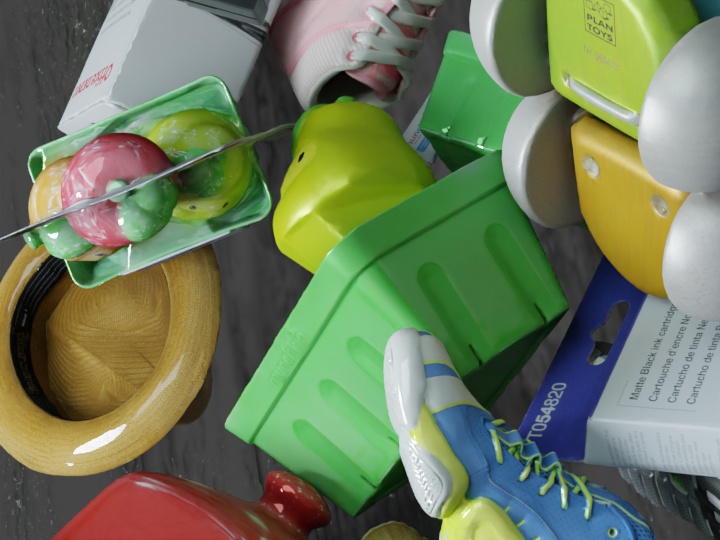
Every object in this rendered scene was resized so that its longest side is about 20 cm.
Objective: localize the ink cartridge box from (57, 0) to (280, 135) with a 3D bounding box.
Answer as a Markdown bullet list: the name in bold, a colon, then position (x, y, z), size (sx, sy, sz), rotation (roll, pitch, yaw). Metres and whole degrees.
- **ink cartridge box**: position (-0.109, -0.172, 1.354), size (0.202, 0.084, 0.144), rotation (-68, 17, -11)

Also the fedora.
- **fedora**: position (-0.149, 0.046, 1.318), size (0.199, 0.082, 0.202), rotation (-16, 59, 28)

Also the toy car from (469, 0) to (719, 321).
- **toy car**: position (0.159, -0.088, 1.023), size (0.149, 0.201, 0.175), rotation (-36, 44, -19)

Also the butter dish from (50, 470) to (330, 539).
- **butter dish**: position (-0.070, 0.176, 1.138), size (0.199, 0.200, 0.148), rotation (25, 75, 41)

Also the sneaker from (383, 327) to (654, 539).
- **sneaker**: position (0.082, 0.110, 1.033), size (0.104, 0.202, 0.076), rotation (-20, 13, -2)

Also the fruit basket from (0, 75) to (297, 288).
- **fruit basket**: position (-0.129, -0.038, 1.180), size (0.184, 0.200, 0.094), rotation (-21, 99, 13)

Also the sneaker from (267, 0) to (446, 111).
- **sneaker**: position (0.029, -0.167, 1.305), size (0.200, 0.075, 0.105), rotation (-35, 49, 24)

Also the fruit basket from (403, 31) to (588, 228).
- **fruit basket**: position (0.138, -0.123, 1.210), size (0.184, 0.094, 0.200), rotation (20, 63, 44)

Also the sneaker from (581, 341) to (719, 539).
- **sneaker**: position (0.199, 0.076, 1.097), size (0.115, 0.075, 0.200), rotation (-29, 35, -13)

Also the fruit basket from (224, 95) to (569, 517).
- **fruit basket**: position (0.000, 0.000, 1.154), size (0.215, 0.217, 0.155), rotation (25, 41, 38)

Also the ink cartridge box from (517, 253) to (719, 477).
- **ink cartridge box**: position (0.191, 0.023, 1.070), size (0.198, 0.041, 0.200), rotation (2, 41, 29)

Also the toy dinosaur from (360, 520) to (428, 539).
- **toy dinosaur**: position (0.021, 0.187, 1.109), size (0.058, 0.199, 0.102), rotation (-20, 100, 52)
